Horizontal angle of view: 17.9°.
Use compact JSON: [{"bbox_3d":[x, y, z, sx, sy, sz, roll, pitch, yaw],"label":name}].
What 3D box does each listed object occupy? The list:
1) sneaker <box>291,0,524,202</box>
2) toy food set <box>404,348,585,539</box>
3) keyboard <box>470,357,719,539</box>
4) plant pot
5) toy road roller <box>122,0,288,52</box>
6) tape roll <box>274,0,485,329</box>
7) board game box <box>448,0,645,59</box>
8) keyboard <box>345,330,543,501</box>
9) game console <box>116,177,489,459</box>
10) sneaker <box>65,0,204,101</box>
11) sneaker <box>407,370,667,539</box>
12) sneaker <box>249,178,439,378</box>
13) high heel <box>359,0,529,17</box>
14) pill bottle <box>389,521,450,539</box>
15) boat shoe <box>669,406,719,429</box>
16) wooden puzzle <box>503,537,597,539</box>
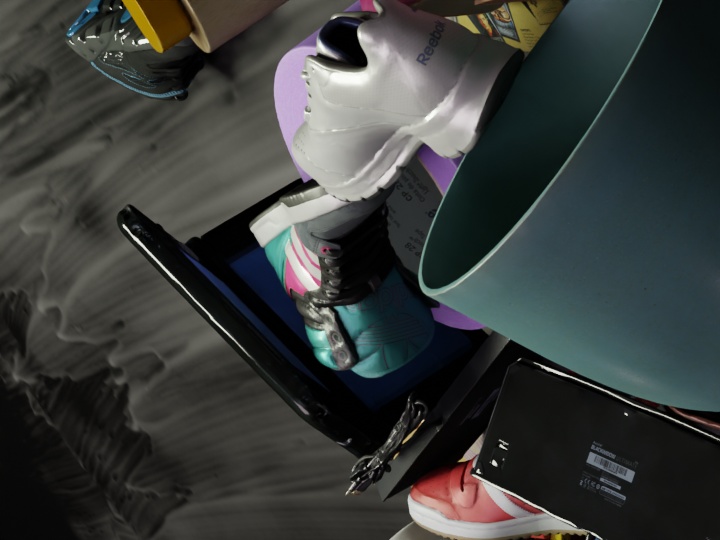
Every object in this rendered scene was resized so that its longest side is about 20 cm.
[{"bbox_3d":[0.007,-0.094,1.150,0.087,0.075,0.200,34,157,-14],"label":"sneaker"},{"bbox_3d":[0.091,0.128,1.560,0.200,0.049,0.199,39,155,30],"label":"toy food set"},{"bbox_3d":[0.137,0.135,1.273,0.021,0.128,0.199,16,-176,-43],"label":"keyboard"},{"bbox_3d":[0.147,-0.031,1.026,0.160,0.201,0.200,33,160,-10],"label":"plant pot"},{"bbox_3d":[-0.117,-0.231,1.345,0.201,0.122,0.146,58,171,-8],"label":"toy road roller"},{"bbox_3d":[0.037,-0.064,1.356,0.200,0.066,0.201,42,156,23],"label":"tape roll"},{"bbox_3d":[0.066,-0.177,1.167,0.200,0.035,0.136,14,136,58],"label":"board game box"},{"bbox_3d":[0.055,0.084,1.398,0.021,0.127,0.200,52,140,17],"label":"keyboard"},{"bbox_3d":[-0.031,0.011,1.450,0.200,0.116,0.176,44,180,24],"label":"game console"},{"bbox_3d":[-0.132,-0.160,1.560,0.082,0.073,0.200,42,168,-20],"label":"sneaker"},{"bbox_3d":[0.107,0.105,1.400,0.199,0.071,0.113,-5,115,32],"label":"sneaker"},{"bbox_3d":[0.000,0.000,1.324,0.121,0.083,0.200,58,166,-1],"label":"sneaker"},{"bbox_3d":[0.042,-0.174,1.116,0.200,0.067,0.097,-171,76,-76],"label":"high heel"},{"bbox_3d":[0.089,0.286,1.709,0.200,0.119,0.120,45,157,19],"label":"pill bottle"},{"bbox_3d":[0.239,0.076,1.164,0.199,0.070,0.071,19,140,52],"label":"boat shoe"},{"bbox_3d":[0.163,0.195,1.421,0.199,0.047,0.185,13,177,-29],"label":"wooden puzzle"}]
